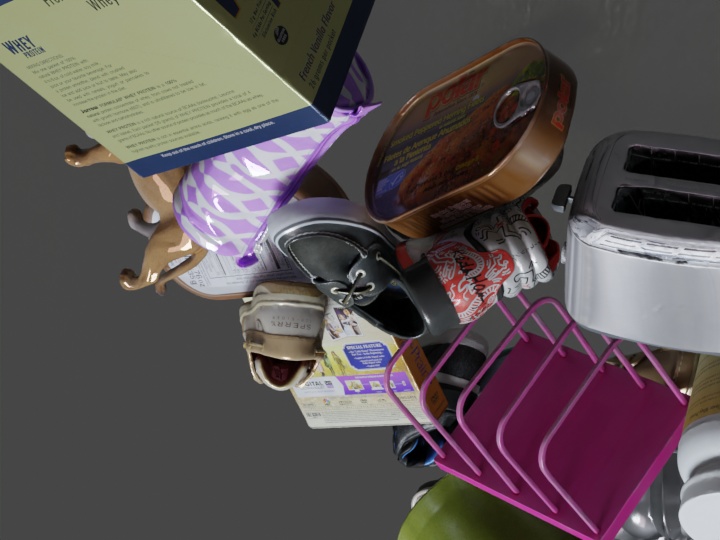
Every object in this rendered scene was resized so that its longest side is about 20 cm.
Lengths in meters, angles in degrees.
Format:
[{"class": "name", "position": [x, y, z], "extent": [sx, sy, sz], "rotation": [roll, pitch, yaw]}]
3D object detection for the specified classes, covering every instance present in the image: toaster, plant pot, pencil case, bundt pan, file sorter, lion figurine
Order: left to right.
[{"class": "lion figurine", "position": [-0.156, -0.071, 1.500], "extent": [0.122, 0.073, 0.201], "rotation": [-9, 120, 32]}, {"class": "pencil case", "position": [-0.065, -0.087, 1.398], "extent": [0.086, 0.084, 0.200], "rotation": [56, 136, 18]}, {"class": "plant pot", "position": [0.138, 0.285, 1.772], "extent": [0.193, 0.200, 0.201], "rotation": [47, 167, 34]}, {"class": "file sorter", "position": [0.136, 0.100, 1.524], "extent": [0.199, 0.139, 0.126], "rotation": [21, 159, 49]}, {"class": "bundt pan", "position": [0.282, 0.205, 1.673], "extent": [0.200, 0.076, 0.202], "rotation": [3, 165, 1]}, {"class": "toaster", "position": [0.234, -0.018, 1.352], "extent": [0.198, 0.114, 0.130], "rotation": [11, 148, 19]}]

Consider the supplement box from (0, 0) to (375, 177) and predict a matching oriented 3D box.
[{"class": "supplement box", "position": [-0.130, -0.187, 1.262], "extent": [0.199, 0.135, 0.200], "rotation": [-13, 138, 44]}]

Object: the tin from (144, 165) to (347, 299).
[{"class": "tin", "position": [-0.091, -0.032, 1.551], "extent": [0.199, 0.042, 0.113], "rotation": [-6, 122, 39]}]

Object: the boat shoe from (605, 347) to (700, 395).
[{"class": "boat shoe", "position": [0.228, 0.105, 1.607], "extent": [0.064, 0.072, 0.200], "rotation": [22, 152, -7]}]

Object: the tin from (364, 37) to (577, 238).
[{"class": "tin", "position": [0.075, -0.089, 1.331], "extent": [0.042, 0.113, 0.199], "rotation": [24, 154, -28]}]

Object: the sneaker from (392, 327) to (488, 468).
[{"class": "sneaker", "position": [0.034, 0.127, 1.714], "extent": [0.073, 0.113, 0.200], "rotation": [23, 152, -25]}]

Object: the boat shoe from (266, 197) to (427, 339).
[{"class": "boat shoe", "position": [0.000, 0.000, 1.441], "extent": [0.068, 0.057, 0.200], "rotation": [-24, 153, 22]}]

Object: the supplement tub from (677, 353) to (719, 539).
[{"class": "supplement tub", "position": [0.314, 0.106, 1.421], "extent": [0.143, 0.201, 0.145], "rotation": [15, 151, 9]}]

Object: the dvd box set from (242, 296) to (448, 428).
[{"class": "dvd box set", "position": [-0.026, 0.044, 1.621], "extent": [0.146, 0.029, 0.201], "rotation": [-7, 119, 40]}]

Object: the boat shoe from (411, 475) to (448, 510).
[{"class": "boat shoe", "position": [0.146, 0.224, 1.893], "extent": [0.198, 0.057, 0.067], "rotation": [-2, 109, 28]}]

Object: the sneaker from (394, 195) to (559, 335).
[{"class": "sneaker", "position": [0.085, -0.007, 1.365], "extent": [0.068, 0.107, 0.201], "rotation": [63, -178, -4]}]

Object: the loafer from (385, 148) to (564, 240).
[{"class": "loafer", "position": [0.093, -0.062, 1.417], "extent": [0.069, 0.070, 0.200], "rotation": [24, 158, -23]}]

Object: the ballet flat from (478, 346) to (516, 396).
[{"class": "ballet flat", "position": [0.111, 0.132, 1.729], "extent": [0.073, 0.073, 0.200], "rotation": [27, 150, -13]}]

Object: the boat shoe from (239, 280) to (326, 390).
[{"class": "boat shoe", "position": [-0.064, 0.060, 1.530], "extent": [0.073, 0.070, 0.200], "rotation": [6, 167, -1]}]
